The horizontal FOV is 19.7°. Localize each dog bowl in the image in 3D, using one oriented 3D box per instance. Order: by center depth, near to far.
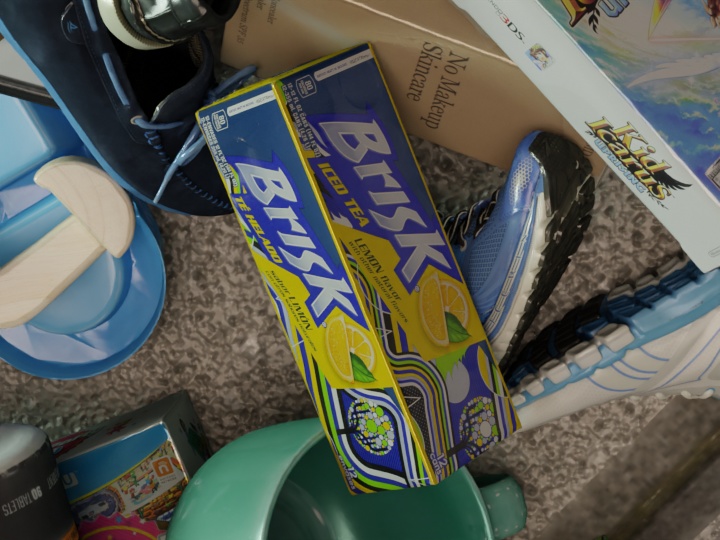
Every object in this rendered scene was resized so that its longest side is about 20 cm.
[{"bbox_3d":[-0.175,-0.041,1.084,0.111,0.050,0.200,-29,98,12],"label":"dog bowl"}]

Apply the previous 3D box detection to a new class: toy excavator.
[{"bbox_3d":[-0.231,0.013,1.033,0.199,0.100,0.195,20,95,-10],"label":"toy excavator"}]

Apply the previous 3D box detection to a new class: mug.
[{"bbox_3d":[-0.012,0.156,1.054,0.185,0.114,0.153,25,67,-35],"label":"mug"}]

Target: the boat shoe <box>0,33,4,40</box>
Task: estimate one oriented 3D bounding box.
[{"bbox_3d":[-0.153,-0.203,0.993,0.069,0.071,0.200,41,92,23],"label":"boat shoe"}]

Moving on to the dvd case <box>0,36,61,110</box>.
[{"bbox_3d":[-0.210,-0.169,1.040,0.199,0.018,0.143,15,76,3],"label":"dvd case"}]

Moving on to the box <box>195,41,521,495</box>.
[{"bbox_3d":[0.000,0.000,0.978,0.064,0.070,0.201,-15,99,49],"label":"box"}]

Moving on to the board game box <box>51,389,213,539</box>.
[{"bbox_3d":[-0.126,0.186,1.128,0.147,0.064,0.201,-21,99,12],"label":"board game box"}]

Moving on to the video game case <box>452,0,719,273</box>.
[{"bbox_3d":[0.159,-0.131,0.959,0.181,0.200,0.045,46,148,-5],"label":"video game case"}]

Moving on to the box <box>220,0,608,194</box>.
[{"bbox_3d":[0.040,-0.119,1.005,0.199,0.095,0.078,20,61,3],"label":"box"}]

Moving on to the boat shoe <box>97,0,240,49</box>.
[{"bbox_3d":[-0.056,-0.194,0.929,0.074,0.066,0.200,35,70,-39],"label":"boat shoe"}]

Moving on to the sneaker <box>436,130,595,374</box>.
[{"bbox_3d":[0.048,0.003,1.028,0.089,0.079,0.200,34,134,6],"label":"sneaker"}]

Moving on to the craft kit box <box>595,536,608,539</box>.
[{"bbox_3d":[0.056,0.238,1.050,0.200,0.198,0.049,-37,100,14],"label":"craft kit box"}]

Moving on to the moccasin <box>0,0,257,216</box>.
[{"bbox_3d":[-0.101,-0.087,0.989,0.068,0.081,0.200,-5,149,32],"label":"moccasin"}]

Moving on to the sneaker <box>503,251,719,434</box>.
[{"bbox_3d":[0.163,0.043,1.055,0.200,0.075,0.087,-30,104,13],"label":"sneaker"}]

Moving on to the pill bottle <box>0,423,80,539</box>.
[{"bbox_3d":[-0.181,0.187,1.049,0.106,0.106,0.201,-13,103,10],"label":"pill bottle"}]
